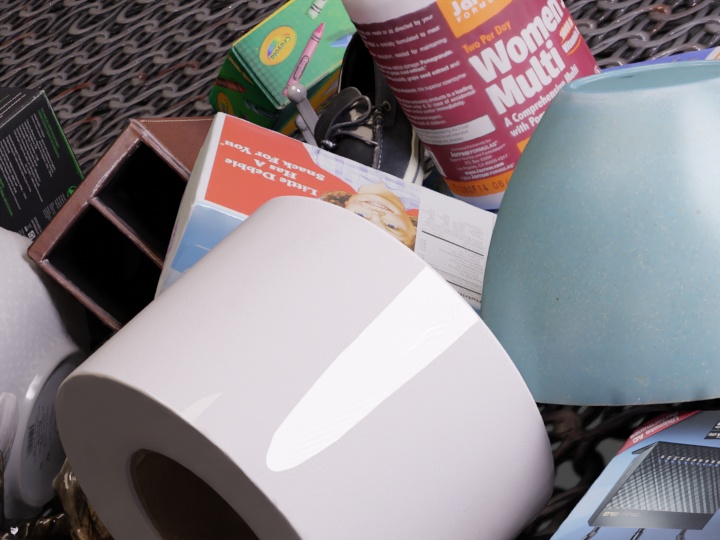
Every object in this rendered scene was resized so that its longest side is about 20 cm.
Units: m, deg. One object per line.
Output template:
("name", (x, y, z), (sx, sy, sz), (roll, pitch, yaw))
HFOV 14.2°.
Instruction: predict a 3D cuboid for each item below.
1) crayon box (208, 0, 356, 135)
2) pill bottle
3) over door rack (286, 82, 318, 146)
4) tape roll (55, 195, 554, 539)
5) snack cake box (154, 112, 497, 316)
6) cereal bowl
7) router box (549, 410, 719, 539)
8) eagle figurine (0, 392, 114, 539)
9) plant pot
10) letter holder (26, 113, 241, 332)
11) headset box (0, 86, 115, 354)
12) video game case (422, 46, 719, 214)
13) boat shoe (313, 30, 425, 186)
("crayon box", (-0.007, -0.171, 1.989), (0.200, 0.058, 0.119), (-38, -4, -17))
("pill bottle", (0.056, -0.143, 1.612), (0.109, 0.201, 0.110), (-26, 23, 12))
("over door rack", (0.032, -0.128, 1.853), (0.147, 0.067, 0.200), (-34, 7, -5))
("tape roll", (-0.027, 0.085, 1.363), (0.139, 0.203, 0.202), (-42, 25, -25))
("snack cake box", (0.000, 0.000, 1.518), (0.115, 0.199, 0.067), (-80, 13, -61))
("cereal bowl", (-0.208, 0.079, 1.646), (0.083, 0.201, 0.200), (16, 41, 17))
("router box", (0.168, 0.128, 1.213), (0.199, 0.062, 0.150), (-4, 35, 47))
("eagle figurine", (-0.220, 0.176, 1.516), (0.199, 0.152, 0.151), (-21, 44, 9))
("plant pot", (0.148, -0.026, 1.369), (0.199, 0.136, 0.200), (-7, 11, 1))
("letter holder", (-0.082, -0.007, 1.687), (0.101, 0.142, 0.200), (-50, -8, 12))
("headset box", (-0.269, -0.028, 1.887), (0.199, 0.175, 0.093), (7, 39, 42))
("video game case", (0.120, -0.054, 1.670), (0.199, 0.046, 0.181), (-9, 30, 42))
("boat shoe", (0.002, -0.069, 1.674), (0.075, 0.062, 0.201), (-49, 19, 41))
